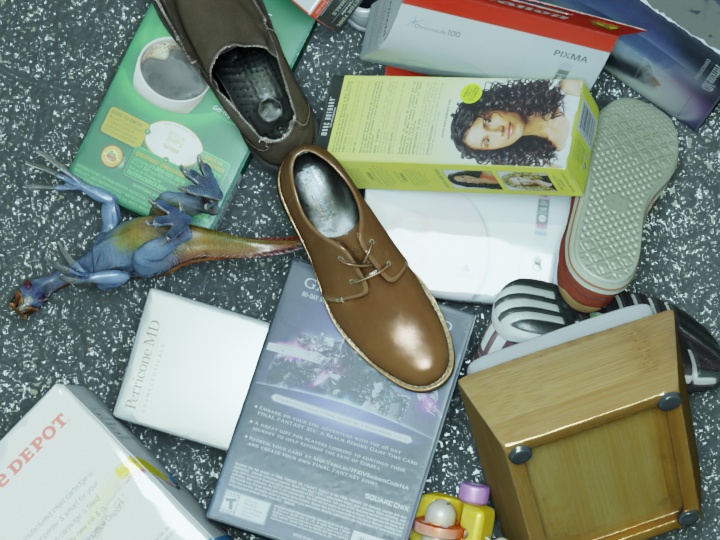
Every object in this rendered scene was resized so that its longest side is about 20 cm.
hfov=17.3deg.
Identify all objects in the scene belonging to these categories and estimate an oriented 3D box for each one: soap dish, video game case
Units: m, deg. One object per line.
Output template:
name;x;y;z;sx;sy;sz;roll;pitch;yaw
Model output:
soap dish;0.164;0.125;1.681;0.156;0.201;0.082;-18;49;0
video game case;-0.013;0.105;1.696;0.142;0.019;0.201;17;74;4

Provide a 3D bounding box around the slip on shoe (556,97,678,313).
slip on shoe;0.183;-0.051;1.733;0.074;0.061;0.201;23;51;-4

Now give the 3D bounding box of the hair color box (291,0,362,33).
hair color box;-0.065;-0.278;1.759;0.200;0.061;0.102;41;97;22

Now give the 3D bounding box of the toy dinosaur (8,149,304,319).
toy dinosaur;-0.172;-0.002;1.738;0.199;0.181;0.105;33;48;-13

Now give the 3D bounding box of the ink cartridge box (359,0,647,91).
ink cartridge box;0.097;-0.160;1.672;0.159;0.200;0.048;13;89;-11

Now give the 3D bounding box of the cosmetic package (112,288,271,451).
cosmetic package;-0.072;0.090;1.753;0.199;0.071;0.102;16;86;4

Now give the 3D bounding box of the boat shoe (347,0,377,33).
boat shoe;0.038;-0.276;1.786;0.073;0.065;0.201;16;86;4

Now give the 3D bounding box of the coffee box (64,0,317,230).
coffee box;-0.125;-0.130;1.789;0.122;0.044;0.201;24;86;4

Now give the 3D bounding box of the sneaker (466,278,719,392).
sneaker;0.166;0.074;1.754;0.199;0.116;0.076;15;40;-23

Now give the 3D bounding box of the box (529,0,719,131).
box;0.207;-0.218;1.704;0.198;0.200;0.124;34;82;5

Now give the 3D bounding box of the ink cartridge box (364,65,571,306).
ink cartridge box;0.087;-0.076;1.776;0.161;0.057;0.202;6;89;3

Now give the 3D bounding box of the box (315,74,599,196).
box;0.068;-0.099;1.719;0.199;0.050;0.076;2;66;24

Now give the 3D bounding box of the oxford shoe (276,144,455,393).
oxford shoe;0.000;0.000;1.677;0.071;0.071;0.201;-34;86;-4

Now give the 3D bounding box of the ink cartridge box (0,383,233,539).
ink cartridge box;-0.189;0.202;1.709;0.147;0.145;0.200;-44;85;-2

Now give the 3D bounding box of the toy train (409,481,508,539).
toy train;0.050;0.235;1.702;0.199;0.056;0.151;-17;80;29

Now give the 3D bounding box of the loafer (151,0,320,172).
loafer;-0.091;-0.168;1.733;0.073;0.071;0.201;-35;85;-2
